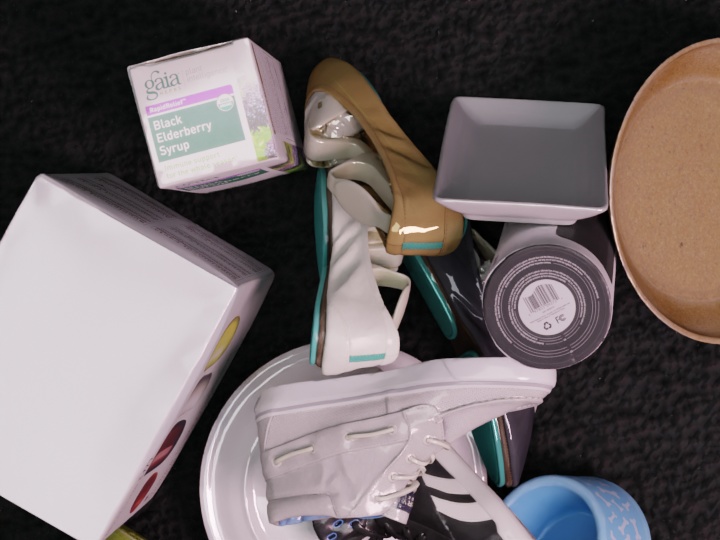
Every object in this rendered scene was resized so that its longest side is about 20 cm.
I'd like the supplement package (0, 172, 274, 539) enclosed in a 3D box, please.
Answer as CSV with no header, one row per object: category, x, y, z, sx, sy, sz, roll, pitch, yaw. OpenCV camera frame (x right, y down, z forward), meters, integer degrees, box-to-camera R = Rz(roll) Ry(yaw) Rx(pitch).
supplement package,-0.171,0.052,1.337,0.147,0.200,0.192,29,95,3

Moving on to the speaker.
speaker,0.125,-0.003,1.311,0.081,0.200,0.082,2,105,8

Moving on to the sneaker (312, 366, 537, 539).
sneaker,0.036,0.171,1.338,0.112,0.073,0.200,-42,69,-1

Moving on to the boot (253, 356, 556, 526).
boot,0.031,0.112,1.288,0.199,0.074,0.096,-10,75,18

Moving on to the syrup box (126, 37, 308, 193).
syrup box,-0.089,-0.097,1.324,0.078,0.200,0.082,-15,91,4

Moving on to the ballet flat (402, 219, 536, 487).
ballet flat,0.088,0.045,1.385,0.073,0.073,0.201,-23,84,5

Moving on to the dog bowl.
dog bowl,0.109,0.223,1.370,0.111,0.050,0.200,39,95,41

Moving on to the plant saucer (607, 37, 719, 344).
plant saucer,0.233,-0.053,1.348,0.199,0.035,0.201,-2,93,-31

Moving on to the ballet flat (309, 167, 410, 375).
ballet flat,0.000,0.000,1.341,0.069,0.200,0.070,0,126,0

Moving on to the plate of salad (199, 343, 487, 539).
plate of salad,-0.012,0.148,1.406,0.199,0.048,0.201,0,91,-8

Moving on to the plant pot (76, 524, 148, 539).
plant pot,-0.175,0.276,1.365,0.200,0.200,0.193,32,82,2

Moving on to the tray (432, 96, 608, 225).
tray,0.106,-0.070,1.320,0.107,0.200,0.022,3,113,5

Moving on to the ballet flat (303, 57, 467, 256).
ballet flat,-0.002,-0.078,1.334,0.063,0.200,0.069,-13,130,-26
